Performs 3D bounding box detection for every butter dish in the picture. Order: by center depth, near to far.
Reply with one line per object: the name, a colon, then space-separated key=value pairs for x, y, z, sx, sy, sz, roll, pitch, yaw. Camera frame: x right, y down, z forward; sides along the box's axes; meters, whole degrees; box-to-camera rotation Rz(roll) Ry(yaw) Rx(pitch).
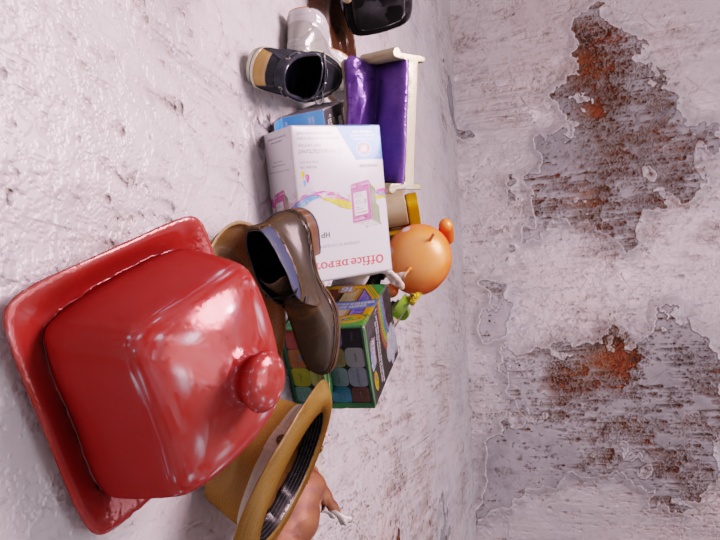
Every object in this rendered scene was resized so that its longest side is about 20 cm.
butter dish: x=-0.124 y=0.077 z=0.466 sx=0.199 sy=0.146 sz=0.203 roll=-39 pitch=125 yaw=-53

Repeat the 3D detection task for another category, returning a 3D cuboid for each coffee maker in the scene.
coffee maker: x=0.019 y=-0.511 z=1.053 sx=0.192 sy=0.134 sz=0.202 roll=32 pitch=39 yaw=-55

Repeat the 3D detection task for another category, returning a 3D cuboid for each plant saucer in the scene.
plant saucer: x=-0.137 y=0.048 z=0.665 sx=0.200 sy=0.035 sz=0.203 roll=-3 pitch=90 yaw=-74
plant saucer: x=-0.044 y=-0.407 z=1.089 sx=0.200 sy=0.034 sz=0.203 roll=-4 pitch=90 yaw=-73

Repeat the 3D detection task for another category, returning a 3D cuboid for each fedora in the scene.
fedora: x=-0.100 y=0.196 z=0.632 sx=0.200 sy=0.081 sz=0.203 roll=21 pitch=90 yaw=-77

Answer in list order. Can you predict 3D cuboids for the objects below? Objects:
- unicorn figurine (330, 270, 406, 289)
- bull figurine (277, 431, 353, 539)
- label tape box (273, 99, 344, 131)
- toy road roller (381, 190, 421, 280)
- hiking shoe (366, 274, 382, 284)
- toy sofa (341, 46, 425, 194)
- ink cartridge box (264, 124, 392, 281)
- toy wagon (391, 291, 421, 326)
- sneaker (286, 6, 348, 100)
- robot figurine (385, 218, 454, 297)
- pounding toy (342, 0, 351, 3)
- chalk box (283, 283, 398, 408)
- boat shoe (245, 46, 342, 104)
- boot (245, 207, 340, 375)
unicorn figurine: x=0.000 y=0.000 z=0.945 sx=0.074 sy=0.136 sz=0.201 roll=-81 pitch=-163 yaw=-65
bull figurine: x=-0.070 y=0.299 z=0.754 sx=0.121 sy=0.065 sz=0.201 roll=44 pitch=41 yaw=-16
label tape box: x=-0.060 y=-0.172 z=0.924 sx=0.200 sy=0.065 sz=0.145 roll=-60 pitch=143 yaw=-65
toy road roller: x=0.059 y=-0.085 z=1.226 sx=0.147 sy=0.121 sz=0.202 roll=-94 pitch=173 yaw=-56
hiking shoe: x=0.003 y=0.032 z=1.087 sx=0.101 sy=0.075 sz=0.203 roll=54 pitch=49 yaw=-76
toy sofa: x=0.032 y=-0.215 z=0.892 sx=0.097 sy=0.082 sz=0.203 roll=-6 pitch=101 yaw=-38
ink cartridge box: x=-0.041 y=-0.089 z=0.823 sx=0.143 sy=0.084 sz=0.203 roll=-9 pitch=98 yaw=-33
toy wagon: x=0.040 y=0.106 z=1.044 sx=0.201 sy=0.039 sz=0.155 roll=-61 pitch=172 yaw=30
sneaker: x=-0.064 y=-0.309 z=0.953 sx=0.200 sy=0.075 sz=0.093 roll=40 pitch=57 yaw=-59
robot figurine: x=0.102 y=-0.019 z=1.066 sx=0.200 sy=0.142 sz=0.118 roll=58 pitch=22 yaw=-83
pounding toy: x=-0.106 y=-0.380 z=0.608 sx=0.201 sy=0.182 sz=0.143 roll=69 pitch=24 yaw=-44
chalk box: x=-0.031 y=0.113 z=0.858 sx=0.200 sy=0.122 sz=0.126 roll=-51 pitch=135 yaw=-65
boat shoe: x=-0.073 y=-0.263 z=0.829 sx=0.199 sy=0.062 sz=0.076 roll=-21 pitch=129 yaw=-60
boot: x=-0.082 y=0.032 z=0.697 sx=0.097 sy=0.074 sz=0.203 roll=-18 pitch=97 yaw=-61
